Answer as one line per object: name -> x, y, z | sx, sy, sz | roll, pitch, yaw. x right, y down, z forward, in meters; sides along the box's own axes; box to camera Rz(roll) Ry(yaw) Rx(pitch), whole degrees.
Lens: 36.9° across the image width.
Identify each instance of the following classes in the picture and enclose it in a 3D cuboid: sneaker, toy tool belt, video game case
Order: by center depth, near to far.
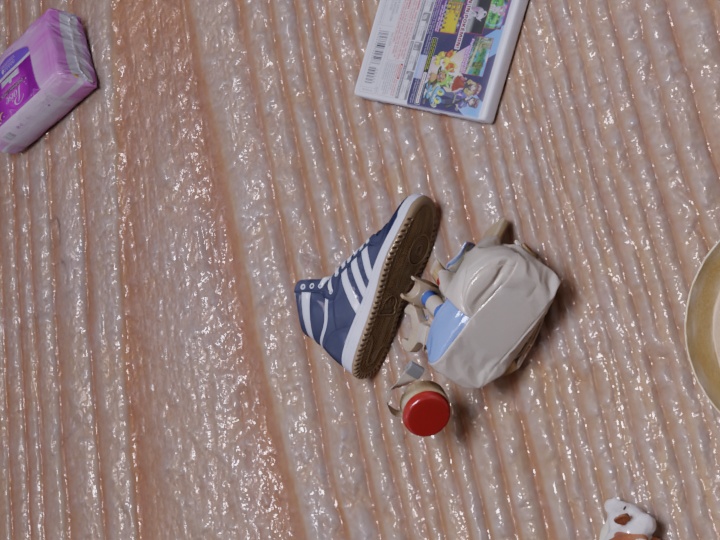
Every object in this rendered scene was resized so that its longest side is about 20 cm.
toy tool belt -> 0.096, 0.050, 1.031 | 0.201, 0.124, 0.123 | -55, 23, 14
sneaker -> 0.000, 0.000, 1.129 | 0.108, 0.070, 0.202 | 30, 104, 36
video game case -> 0.091, -0.267, 1.135 | 0.181, 0.023, 0.202 | 18, 93, 39

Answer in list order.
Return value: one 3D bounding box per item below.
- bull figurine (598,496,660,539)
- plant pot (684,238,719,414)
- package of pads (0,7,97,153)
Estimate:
bull figurine -> 0.216, 0.297, 0.908 | 0.121, 0.065, 0.202 | -31, 62, 35
plant pot -> 0.359, 0.044, 0.861 | 0.198, 0.027, 0.203 | -8, 77, 37
package of pads -> -0.466, -0.268, 1.547 | 0.199, 0.075, 0.122 | -31, 63, 31
